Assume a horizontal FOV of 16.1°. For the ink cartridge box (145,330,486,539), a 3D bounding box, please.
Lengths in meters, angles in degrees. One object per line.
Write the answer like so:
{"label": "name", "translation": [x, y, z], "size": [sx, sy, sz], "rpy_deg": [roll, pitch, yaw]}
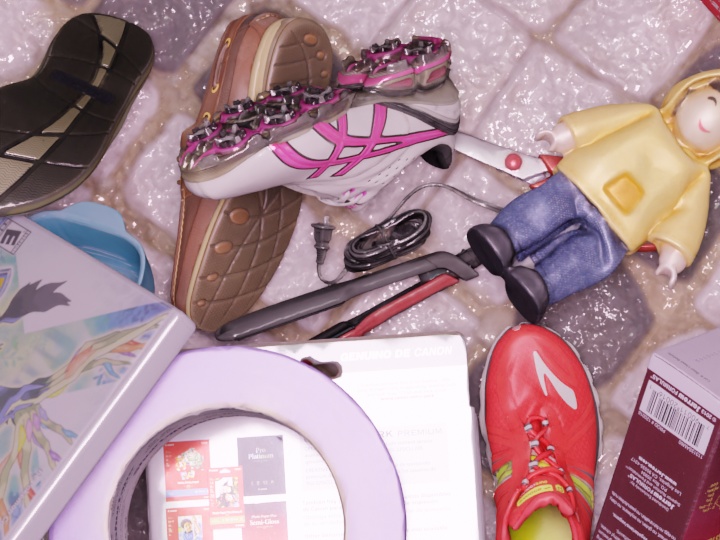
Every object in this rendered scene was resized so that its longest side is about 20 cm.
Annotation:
{"label": "ink cartridge box", "translation": [-0.026, 0.131, 1.530], "size": [0.198, 0.084, 0.177], "rpy_deg": [-3, 84, 2]}

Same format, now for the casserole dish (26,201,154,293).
{"label": "casserole dish", "translation": [-0.189, 0.054, 1.483], "size": [0.121, 0.039, 0.201], "rpy_deg": [16, 71, 37]}

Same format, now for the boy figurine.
{"label": "boy figurine", "translation": [0.165, -0.048, 1.548], "size": [0.199, 0.064, 0.125], "rpy_deg": [-35, 83, -9]}

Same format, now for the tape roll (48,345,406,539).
{"label": "tape roll", "translation": [-0.073, 0.146, 1.445], "size": [0.198, 0.085, 0.202], "rpy_deg": [0, 84, 2]}

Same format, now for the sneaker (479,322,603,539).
{"label": "sneaker", "translation": [0.112, 0.128, 1.527], "size": [0.076, 0.085, 0.202], "rpy_deg": [-4, 81, 1]}

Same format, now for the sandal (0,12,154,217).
{"label": "sandal", "translation": [-0.183, -0.086, 1.551], "size": [0.079, 0.058, 0.201], "rpy_deg": [30, 40, 5]}

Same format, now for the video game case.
{"label": "video game case", "translation": [-0.209, 0.074, 1.441], "size": [0.182, 0.022, 0.201], "rpy_deg": [28, 77, 42]}

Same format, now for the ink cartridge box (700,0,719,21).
{"label": "ink cartridge box", "translation": [0.270, -0.226, 1.519], "size": [0.144, 0.200, 0.084], "rpy_deg": [-41, 82, -4]}

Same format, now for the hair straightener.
{"label": "hair straightener", "translation": [0.000, 0.000, 1.564], "size": [0.199, 0.041, 0.077], "rpy_deg": [-26, 100, -3]}

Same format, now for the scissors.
{"label": "scissors", "translation": [0.105, -0.057, 1.592], "size": [0.198, 0.014, 0.074], "rpy_deg": [8, 83, 2]}

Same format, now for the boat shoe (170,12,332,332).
{"label": "boat shoe", "translation": [-0.077, -0.063, 1.581], "size": [0.067, 0.072, 0.202], "rpy_deg": [17, 90, 38]}

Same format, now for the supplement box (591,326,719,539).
{"label": "supplement box", "translation": [0.192, 0.132, 1.459], "size": [0.061, 0.108, 0.201], "rpy_deg": [36, 126, 33]}

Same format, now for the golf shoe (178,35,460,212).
{"label": "golf shoe", "translation": [-0.017, -0.072, 1.527], "size": [0.199, 0.072, 0.093], "rpy_deg": [-22, 112, -31]}
